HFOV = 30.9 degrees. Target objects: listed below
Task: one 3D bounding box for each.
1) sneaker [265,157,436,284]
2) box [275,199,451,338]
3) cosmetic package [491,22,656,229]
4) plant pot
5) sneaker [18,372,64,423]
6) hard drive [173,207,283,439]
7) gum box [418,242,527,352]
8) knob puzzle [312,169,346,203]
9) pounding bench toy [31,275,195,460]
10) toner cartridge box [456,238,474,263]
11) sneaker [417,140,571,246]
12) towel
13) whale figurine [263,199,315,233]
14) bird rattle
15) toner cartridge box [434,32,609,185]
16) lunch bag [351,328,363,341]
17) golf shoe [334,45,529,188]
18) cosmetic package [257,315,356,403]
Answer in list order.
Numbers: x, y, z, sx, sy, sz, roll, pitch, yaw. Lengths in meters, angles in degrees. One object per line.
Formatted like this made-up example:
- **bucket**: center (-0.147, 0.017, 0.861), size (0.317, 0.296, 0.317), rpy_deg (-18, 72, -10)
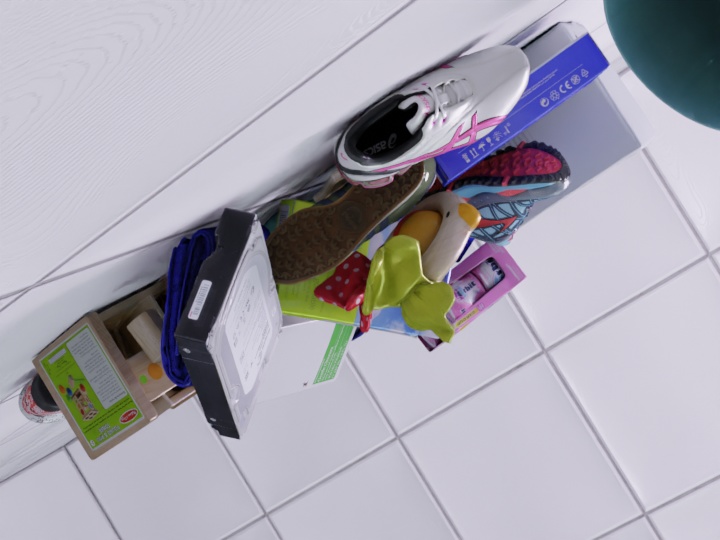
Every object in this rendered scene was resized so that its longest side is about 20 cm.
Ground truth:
- **sneaker**: center (-0.003, -0.053, 1.283), size (0.199, 0.067, 0.090), rpy_deg (-37, 172, 20)
- **box**: center (0.000, 0.000, 1.412), size (0.198, 0.123, 0.048), rpy_deg (11, 180, -24)
- **cosmetic package**: center (0.210, -0.163, 1.515), size (0.199, 0.167, 0.167), rpy_deg (-34, 178, 21)
- **plant pot**: center (0.335, -0.247, 1.118), size (0.161, 0.201, 0.200), rpy_deg (-46, -176, -22)
- **sneaker**: center (-0.319, 0.120, 1.572), size (0.200, 0.068, 0.108), rpy_deg (-27, 177, -36)
- **hard drive**: center (-0.118, 0.055, 1.225), size (0.201, 0.037, 0.141), rpy_deg (84, 21, -57)
- **gum box**: center (0.127, 0.032, 1.637), size (0.113, 0.066, 0.200), rpy_deg (-38, 176, -12)
- **knob puzzle**: center (0.030, -0.132, 1.359), size (0.219, 0.031, 0.220), rpy_deg (-34, 178, -1)
- **pounding bench toy**: center (-0.212, 0.081, 1.367), size (0.199, 0.125, 0.156), rpy_deg (-34, 178, 42)
- **toner cartridge box**: center (0.083, -0.083, 1.538), size (0.096, 0.043, 0.199), rpy_deg (-57, 145, 4)
- **sneaker**: center (0.155, -0.076, 1.417), size (0.199, 0.096, 0.080), rpy_deg (-10, -146, 44)
- **towel**: center (-0.144, 0.027, 1.286), size (0.049, 0.149, 0.200), rpy_deg (12, -173, 12)
- **whale figurine**: center (-0.050, -0.048, 1.506), size (0.157, 0.105, 0.201), rpy_deg (-5, -147, 24)
- **bird rattle**: center (0.051, -0.005, 1.297), size (0.164, 0.112, 0.200), rpy_deg (-52, -168, -6)
- **toner cartridge box**: center (0.157, -0.164, 1.343), size (0.199, 0.043, 0.095), rpy_deg (-35, -179, 1)
- **lunch bag**: center (0.021, -0.006, 1.675), size (0.169, 0.124, 0.201), rpy_deg (-35, 150, -19)
- **golf shoe**: center (0.068, -0.138, 1.155), size (0.199, 0.073, 0.092), rpy_deg (-32, 177, -3)
- **cosmetic package**: center (-0.097, 0.082, 1.520), size (0.199, 0.084, 0.109), rpy_deg (-12, 129, -56)
